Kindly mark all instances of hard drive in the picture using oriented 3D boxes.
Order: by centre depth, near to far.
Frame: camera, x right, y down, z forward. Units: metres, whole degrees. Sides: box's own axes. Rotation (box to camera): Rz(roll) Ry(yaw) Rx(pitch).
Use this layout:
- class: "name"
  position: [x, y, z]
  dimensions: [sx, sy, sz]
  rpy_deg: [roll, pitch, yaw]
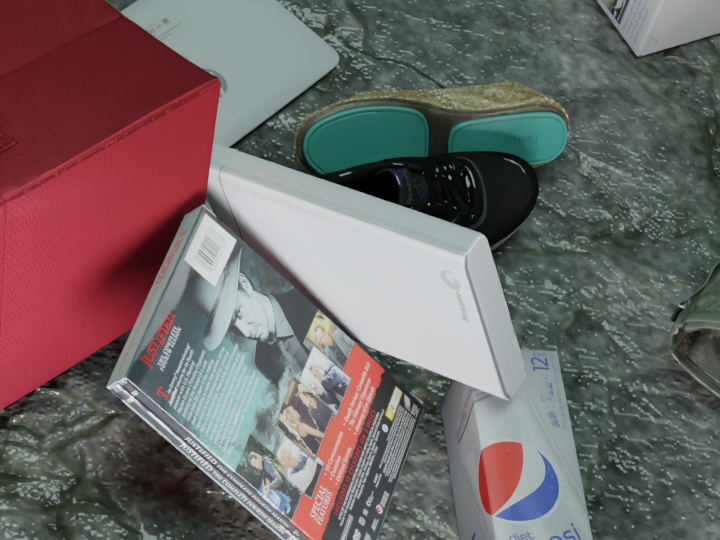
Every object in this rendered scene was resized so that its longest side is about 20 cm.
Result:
- class: "hard drive"
  position: [0.000, 0.000, 1.623]
  dimensions: [0.199, 0.132, 0.027]
  rpy_deg: [20, 57, 32]

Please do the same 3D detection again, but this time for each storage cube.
- class: "storage cube"
  position: [-0.210, -0.055, 1.608]
  dimensions: [0.171, 0.201, 0.179]
  rpy_deg: [36, 49, 26]

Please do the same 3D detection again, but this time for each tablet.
- class: "tablet"
  position: [-0.120, -0.135, 1.820]
  dimensions: [0.130, 0.014, 0.200]
  rpy_deg: [39, 52, 15]

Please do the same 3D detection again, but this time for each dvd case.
- class: "dvd case"
  position: [-0.052, 0.075, 1.602]
  dimensions: [0.200, 0.022, 0.146]
  rpy_deg: [43, 45, -24]

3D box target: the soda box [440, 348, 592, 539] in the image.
- class: "soda box"
  position: [0.096, 0.145, 1.624]
  dimensions: [0.063, 0.068, 0.201]
  rpy_deg: [3, 52, -14]

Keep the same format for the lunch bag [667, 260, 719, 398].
- class: "lunch bag"
  position: [0.318, 0.038, 1.747]
  dimensions: [0.199, 0.118, 0.164]
  rpy_deg: [31, 51, 17]

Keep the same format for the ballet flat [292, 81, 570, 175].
- class: "ballet flat"
  position: [0.042, -0.094, 1.814]
  dimensions: [0.199, 0.071, 0.065]
  rpy_deg: [-1, 25, -21]

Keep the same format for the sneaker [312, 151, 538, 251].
- class: "sneaker"
  position: [0.034, -0.039, 1.729]
  dimensions: [0.199, 0.088, 0.076]
  rpy_deg: [-13, 82, -21]

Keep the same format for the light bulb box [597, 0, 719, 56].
- class: "light bulb box"
  position: [0.246, -0.288, 1.980]
  dimensions: [0.197, 0.125, 0.200]
  rpy_deg: [-18, 60, -28]
